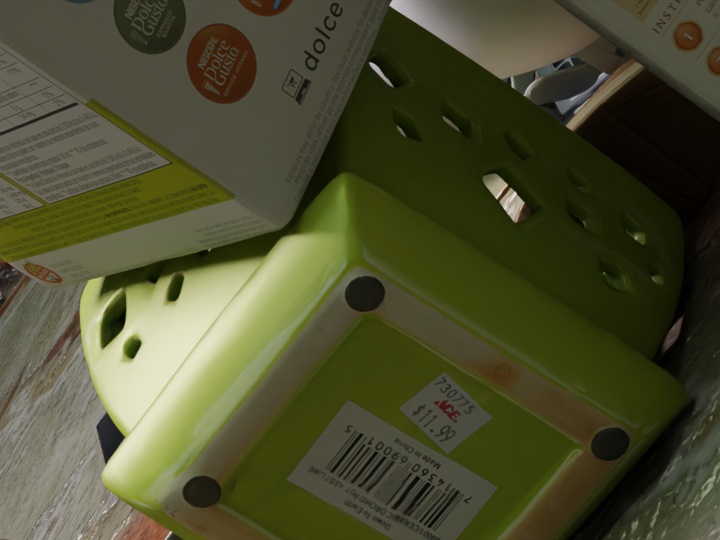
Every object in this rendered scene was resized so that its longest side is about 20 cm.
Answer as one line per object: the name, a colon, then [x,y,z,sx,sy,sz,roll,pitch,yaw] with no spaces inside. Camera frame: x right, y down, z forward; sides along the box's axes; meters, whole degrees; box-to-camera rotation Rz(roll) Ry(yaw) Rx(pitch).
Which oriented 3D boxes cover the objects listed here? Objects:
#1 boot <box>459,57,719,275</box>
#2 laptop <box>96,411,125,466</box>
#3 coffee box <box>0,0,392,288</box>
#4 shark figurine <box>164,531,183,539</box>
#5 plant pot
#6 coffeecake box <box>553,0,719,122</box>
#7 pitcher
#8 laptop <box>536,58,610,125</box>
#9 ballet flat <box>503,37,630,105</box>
boot: [0.096,-0.048,1.305,0.200,0.073,0.156,-58,17,25]
laptop: [-0.060,0.050,1.619,0.103,0.200,0.178,38,94,41]
coffee box: [-0.115,-0.136,1.126,0.200,0.197,0.200,-12,49,57]
shark figurine: [-0.063,0.099,1.404,0.089,0.129,0.214,-14,1,-23]
plant pot: [0.010,0.036,1.158,0.199,0.200,0.182,-50,20,22]
coffeecake box: [0.145,-0.147,1.075,0.154,0.200,0.073,-55,11,3]
pitcher: [0.058,-0.160,1.294,0.200,0.121,0.172,-44,38,46]
laptop: [0.105,-0.127,1.425,0.116,0.201,0.187,-21,-12,-37]
ballet flat: [0.075,-0.113,1.396,0.200,0.069,0.070,-2,53,59]
